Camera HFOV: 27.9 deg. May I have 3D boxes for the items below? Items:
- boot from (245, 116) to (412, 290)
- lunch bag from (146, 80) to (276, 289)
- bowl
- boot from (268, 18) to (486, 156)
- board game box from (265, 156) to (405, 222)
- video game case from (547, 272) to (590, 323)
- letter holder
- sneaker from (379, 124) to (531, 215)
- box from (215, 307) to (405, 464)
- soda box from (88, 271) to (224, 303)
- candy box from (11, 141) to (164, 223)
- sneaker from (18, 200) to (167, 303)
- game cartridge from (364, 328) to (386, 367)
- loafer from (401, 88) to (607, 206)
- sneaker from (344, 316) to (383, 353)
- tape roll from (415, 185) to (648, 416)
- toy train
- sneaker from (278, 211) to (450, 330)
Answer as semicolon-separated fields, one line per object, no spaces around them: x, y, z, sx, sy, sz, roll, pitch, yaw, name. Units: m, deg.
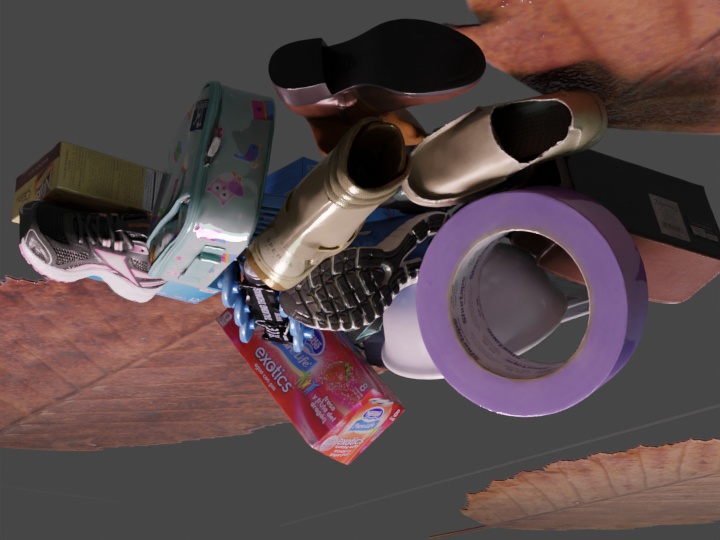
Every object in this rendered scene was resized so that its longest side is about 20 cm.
-0.006;-0.079;1.273;0.073;0.200;0.155;45;128;0;boot
-0.141;-0.072;1.333;0.076;0.162;0.200;17;159;-14;lunch bag
0.103;0.022;1.472;0.199;0.091;0.201;-18;-160;7;bowl
0.031;-0.142;1.274;0.186;0.069;0.200;-10;162;12;boot
-0.041;-0.042;1.571;0.194;0.057;0.199;16;156;-35;board game box
0.169;0.033;1.610;0.181;0.022;0.199;-15;-166;-34;video game case
0.241;-0.027;1.454;0.198;0.101;0.142;14;137;-30;letter holder
0.092;-0.093;1.415;0.198;0.076;0.115;-3;169;32;sneaker
-0.055;0.102;1.583;0.095;0.200;0.100;-43;151;4;box
-0.252;-0.021;1.632;0.198;0.069;0.064;16;156;-34;soda box
-0.250;-0.067;1.523;0.198;0.056;0.115;16;156;-33;candy box
-0.252;-0.034;1.455;0.086;0.081;0.199;-28;154;29;sneaker
0.105;0.071;1.603;0.133;0.041;0.199;9;-161;43;game cartridge
0.119;-0.115;1.294;0.198;0.076;0.068;-23;168;20;loafer
0.005;0.066;1.687;0.199;0.080;0.075;-37;174;-4;sneaker
0.155;0.026;1.317;0.198;0.202;0.085;-7;-177;24;tape roll
-0.083;0.005;1.452;0.086;0.115;0.200;10;160;9;toy train
0.000;0.000;1.397;0.199;0.079;0.089;-24;-163;-34;sneaker
